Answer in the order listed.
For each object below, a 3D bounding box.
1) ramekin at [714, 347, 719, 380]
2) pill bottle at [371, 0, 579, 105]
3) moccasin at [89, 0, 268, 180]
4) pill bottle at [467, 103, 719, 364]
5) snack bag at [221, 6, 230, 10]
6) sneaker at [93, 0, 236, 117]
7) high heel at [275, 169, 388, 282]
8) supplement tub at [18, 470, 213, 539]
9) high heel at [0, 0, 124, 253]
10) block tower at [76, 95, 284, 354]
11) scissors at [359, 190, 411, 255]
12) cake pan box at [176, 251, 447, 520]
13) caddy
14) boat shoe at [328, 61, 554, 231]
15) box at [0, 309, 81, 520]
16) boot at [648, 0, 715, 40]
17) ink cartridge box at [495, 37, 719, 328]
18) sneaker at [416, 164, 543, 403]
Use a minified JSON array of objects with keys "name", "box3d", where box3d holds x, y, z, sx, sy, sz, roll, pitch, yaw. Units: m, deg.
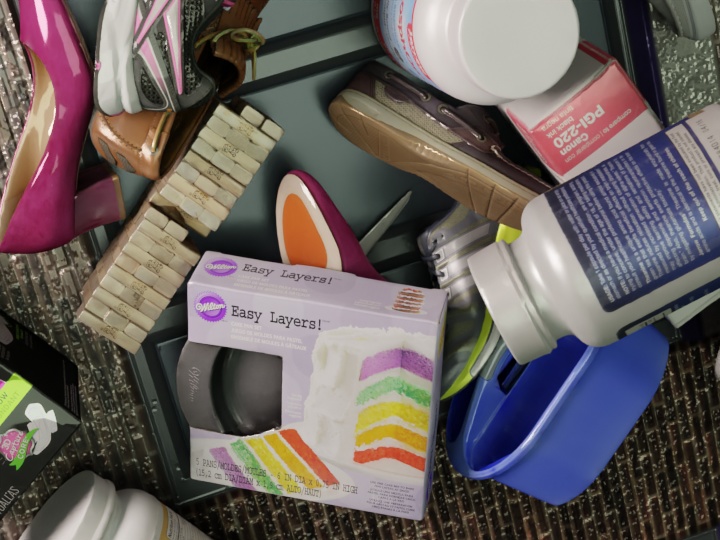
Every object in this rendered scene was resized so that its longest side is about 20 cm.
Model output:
[{"name":"ramekin","box3d":[0.370,0.020,1.067,0.094,0.202,0.204,31,99,23]},{"name":"pill bottle","box3d":[0.079,-0.175,0.948,0.108,0.200,0.110,-3,106,-12]},{"name":"moccasin","box3d":[-0.106,-0.150,0.952,0.077,0.074,0.202,26,64,17]},{"name":"pill bottle","box3d":[0.177,-0.018,0.913,0.199,0.111,0.112,-28,110,8]},{"name":"snack bag","box3d":[-0.120,-0.307,0.923,0.199,0.021,0.190,32,96,6]},{"name":"sneaker","box3d":[-0.122,-0.199,0.888,0.085,0.080,0.202,5,100,-5]},{"name":"high heel","box3d":[0.000,0.000,1.056,0.096,0.067,0.202,-39,120,-39]},{"name":"supplement tub","box3d":[-0.166,0.260,1.047,0.200,0.144,0.145,39,94,-20]},{"name":"high heel","box3d":[-0.233,-0.109,0.955,0.095,0.067,0.202,-20,113,-19]},{"name":"block tower","box3d":[-0.137,-0.040,1.016,0.054,0.058,0.201,33,95,-19]},{"name":"scissors","box3d":[-0.031,0.014,1.076,0.073,0.014,0.201,25,99,-18]},{"name":"cake pan box","box3d":[-0.038,0.088,1.022,0.198,0.052,0.186,10,119,9]},{"name":"caddy","box3d":[0.145,0.083,1.069,0.104,0.141,0.201,31,96,-22]},{"name":"boat shoe","box3d":[0.074,-0.094,1.012,0.199,0.072,0.065,28,74,10]},{"name":"box","box3d":[-0.322,0.085,0.972,0.200,0.124,0.149,40,93,-19]},{"name":"boot","box3d":[0.186,-0.246,1.029,0.095,0.074,0.201,-31,102,4]},{"name":"ink cartridge box","box3d":[0.196,-0.073,1.032,0.085,0.146,0.200,-40,109,7]},{"name":"sneaker","box3d":[0.077,0.004,1.061,0.080,0.074,0.202,18,80,-4]}]
